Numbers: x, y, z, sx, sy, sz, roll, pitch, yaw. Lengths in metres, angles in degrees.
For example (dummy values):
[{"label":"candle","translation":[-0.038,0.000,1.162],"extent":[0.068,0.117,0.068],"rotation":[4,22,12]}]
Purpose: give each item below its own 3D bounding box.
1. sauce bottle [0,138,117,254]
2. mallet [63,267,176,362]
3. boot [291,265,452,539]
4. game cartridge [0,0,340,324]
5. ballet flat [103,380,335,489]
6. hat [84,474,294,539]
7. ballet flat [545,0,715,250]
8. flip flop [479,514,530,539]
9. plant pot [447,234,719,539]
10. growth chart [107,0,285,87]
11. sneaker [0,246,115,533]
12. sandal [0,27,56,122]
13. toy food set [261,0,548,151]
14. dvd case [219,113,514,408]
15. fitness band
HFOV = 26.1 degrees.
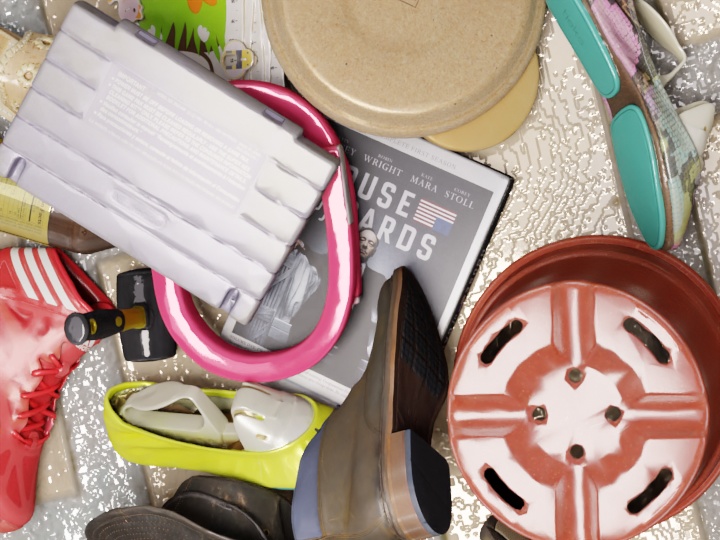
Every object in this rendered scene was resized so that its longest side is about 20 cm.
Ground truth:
[{"label":"sauce bottle","translation":[-0.217,-0.049,1.097],"extent":[0.197,0.065,0.066],"rotation":[17,94,2]},{"label":"mallet","translation":[-0.159,0.023,1.019],"extent":[0.041,0.200,0.067],"rotation":[-5,83,6]},{"label":"boot","translation":[0.001,0.088,0.989],"extent":[0.096,0.075,0.202],"rotation":[-21,44,23]},{"label":"game cartridge","translation":[-0.125,-0.071,1.006],"extent":[0.199,0.038,0.131],"rotation":[32,99,-1]},{"label":"ballet flat","translation":[-0.089,0.105,1.053],"extent":[0.197,0.067,0.068],"rotation":[2,134,23]},{"label":"hat","translation":[-0.082,0.190,1.050],"extent":[0.198,0.202,0.081],"rotation":[17,56,12]},{"label":"ballet flat","translation":[0.187,-0.116,1.013],"extent":[0.070,0.069,0.202],"rotation":[-21,86,-15]},{"label":"flip flop","translation":[0.136,0.252,1.025],"extent":[0.057,0.081,0.201],"rotation":[-36,89,25]},{"label":"plant pot","translation":[0.140,0.079,0.953],"extent":[0.198,0.195,0.204],"rotation":[0,91,12]},{"label":"growth chart","translation":[-0.111,-0.148,1.087],"extent":[0.143,0.018,0.203],"rotation":[-11,88,24]},{"label":"sneaker","translation":[-0.227,0.079,1.097],"extent":[0.114,0.078,0.203],"rotation":[-9,90,14]},{"label":"sandal","translation":[-0.229,-0.128,1.058],"extent":[0.210,0.069,0.079],"rotation":[24,96,35]},{"label":"toy food set","translation":[0.033,-0.186,1.039],"extent":[0.197,0.049,0.201],"rotation":[9,86,1]},{"label":"dvd case","translation":[0.000,0.000,1.071],"extent":[0.149,0.025,0.202],"rotation":[24,96,11]},{"label":"fitness band","translation":[-0.073,-0.026,1.044],"extent":[0.142,0.037,0.203],"rotation":[-4,97,11]}]
